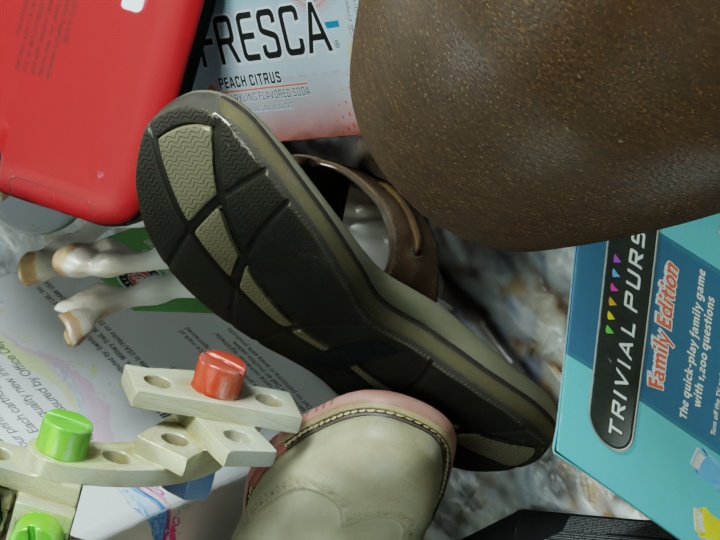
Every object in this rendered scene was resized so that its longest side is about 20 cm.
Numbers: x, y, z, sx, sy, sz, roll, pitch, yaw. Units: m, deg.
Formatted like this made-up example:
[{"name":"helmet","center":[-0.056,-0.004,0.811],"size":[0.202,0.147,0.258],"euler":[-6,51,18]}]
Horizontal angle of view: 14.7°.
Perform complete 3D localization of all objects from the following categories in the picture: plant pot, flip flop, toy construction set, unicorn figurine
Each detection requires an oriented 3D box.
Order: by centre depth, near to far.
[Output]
[{"name":"plant pot","center":[0.079,-0.088,0.747],"size":[0.187,0.187,0.200],"euler":[60,145,11]},{"name":"toy construction set","center":[-0.095,0.120,0.970],"size":[0.092,0.131,0.200],"euler":[-106,32,-84]},{"name":"flip flop","center":[0.000,0.000,0.973],"size":[0.200,0.058,0.081],"euler":[39,148,-30]},{"name":"unicorn figurine","center":[-0.055,-0.014,1.051],"size":[0.074,0.137,0.200],"euler":[91,155,-46]}]

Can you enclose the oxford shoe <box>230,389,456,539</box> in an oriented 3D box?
[{"name":"oxford shoe","center":[-0.022,0.122,1.025],"size":[0.071,0.074,0.200],"euler":[21,132,-11]}]

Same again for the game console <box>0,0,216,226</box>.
[{"name":"game console","center":[-0.102,-0.128,1.033],"size":[0.172,0.119,0.200],"euler":[17,95,24]}]

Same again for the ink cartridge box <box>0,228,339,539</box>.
[{"name":"ink cartridge box","center":[-0.125,0.078,1.115],"size":[0.145,0.200,0.084],"euler":[42,139,33]}]

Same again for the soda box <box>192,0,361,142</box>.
[{"name":"soda box","center":[-0.007,-0.083,0.976],"size":[0.200,0.068,0.064],"euler":[0,106,54]}]

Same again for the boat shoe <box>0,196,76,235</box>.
[{"name":"boat shoe","center":[-0.166,-0.111,1.192],"size":[0.070,0.071,0.200],"euler":[-166,51,-82]}]

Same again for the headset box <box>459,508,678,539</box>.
[{"name":"headset box","center":[0.102,0.192,0.979],"size":[0.149,0.077,0.200],"euler":[-3,108,54]}]

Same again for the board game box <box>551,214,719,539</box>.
[{"name":"board game box","center":[0.148,0.037,0.851],"size":[0.200,0.047,0.151],"euler":[36,136,38]}]
